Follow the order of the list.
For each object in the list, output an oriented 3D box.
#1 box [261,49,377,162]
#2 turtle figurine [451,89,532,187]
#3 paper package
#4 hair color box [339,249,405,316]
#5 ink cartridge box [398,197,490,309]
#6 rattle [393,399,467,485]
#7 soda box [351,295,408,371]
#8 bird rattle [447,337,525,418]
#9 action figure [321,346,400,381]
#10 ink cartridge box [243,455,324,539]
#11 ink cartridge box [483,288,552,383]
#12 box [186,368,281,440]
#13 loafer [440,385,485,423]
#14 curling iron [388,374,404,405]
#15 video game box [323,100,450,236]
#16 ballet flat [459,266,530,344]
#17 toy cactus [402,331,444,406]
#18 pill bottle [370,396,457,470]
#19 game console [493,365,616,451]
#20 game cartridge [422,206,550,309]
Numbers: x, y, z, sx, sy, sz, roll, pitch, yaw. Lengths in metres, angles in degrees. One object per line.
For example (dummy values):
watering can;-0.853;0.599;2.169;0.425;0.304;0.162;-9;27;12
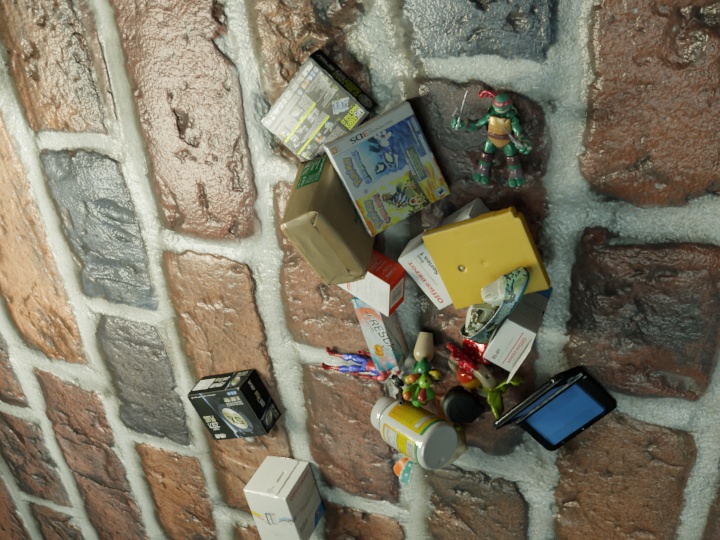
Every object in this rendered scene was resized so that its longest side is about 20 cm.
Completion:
box;-0.086;-0.313;1.569;0.160;0.044;0.200;42;130;-5
turtle figurine;0.249;-0.244;1.409;0.149;0.101;0.201;23;146;30
paper package;-0.055;-0.107;1.562;0.103;0.201;0.191;-15;131;28
hair color box;0.000;0.000;1.679;0.199;0.064;0.111;30;147;23
ink cartridge box;0.198;-0.030;1.586;0.200;0.084;0.145;-32;104;38
rattle;0.142;0.404;1.846;0.199;0.131;0.143;-23;136;13
soda box;0.046;0.129;1.780;0.063;0.068;0.201;-5;117;30
bird rattle;0.248;0.229;1.714;0.200;0.113;0.163;39;162;-15
action figure;0.004;0.226;1.872;0.199;0.066;0.052;7;154;23
ink cartridge box;-0.213;0.651;2.214;0.144;0.147;0.201;2;122;26
ink cartridge box;0.308;0.115;1.552;0.066;0.200;0.116;28;129;6
box;-0.345;0.366;2.130;0.199;0.086;0.164;-12;116;32
loafer;0.215;0.294;1.747;0.073;0.200;0.071;-44;61;3
curling iron;0.086;0.280;1.793;0.026;0.200;0.050;-39;95;5
video game box;0.053;-0.195;1.513;0.181;0.047;0.201;-28;110;0
ballet flat;0.248;0.067;1.485;0.074;0.074;0.201;30;126;6
toy cactus;0.146;0.222;1.753;0.102;0.200;0.166;5;84;11
pill bottle;0.115;0.362;1.782;0.200;0.112;0.113;21;135;49
game console;0.413;0.306;1.664;0.200;0.175;0.117;-45;68;27
game cartridge;0.240;-0.022;1.500;0.199;0.032;0.177;-15;114;29
